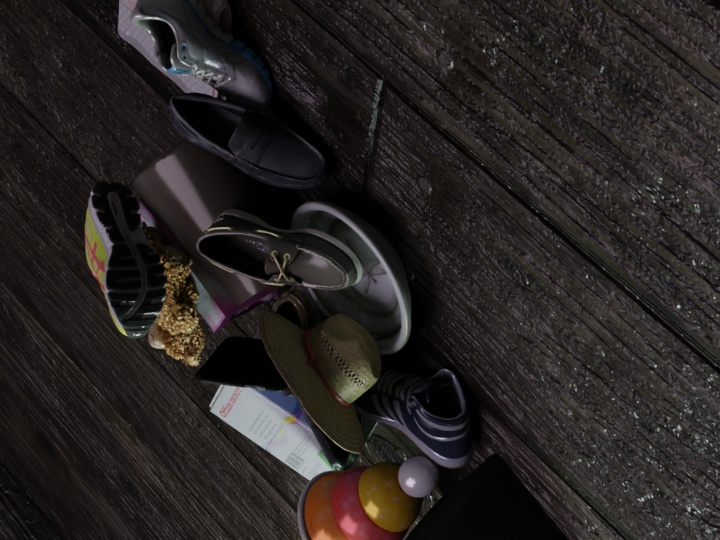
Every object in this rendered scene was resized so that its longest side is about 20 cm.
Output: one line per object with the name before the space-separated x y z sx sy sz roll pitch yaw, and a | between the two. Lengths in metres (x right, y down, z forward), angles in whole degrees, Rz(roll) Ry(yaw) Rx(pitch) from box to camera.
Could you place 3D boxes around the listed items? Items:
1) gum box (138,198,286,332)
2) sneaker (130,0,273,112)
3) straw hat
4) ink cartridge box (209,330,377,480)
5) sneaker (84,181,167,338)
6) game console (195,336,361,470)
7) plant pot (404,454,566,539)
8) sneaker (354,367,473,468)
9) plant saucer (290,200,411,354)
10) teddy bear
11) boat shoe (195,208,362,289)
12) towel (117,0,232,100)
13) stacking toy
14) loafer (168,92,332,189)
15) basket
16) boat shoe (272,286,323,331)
gum box | -0.192 -0.028 1.793 0.200 0.113 0.066 53 152 6
sneaker | -0.183 -0.237 1.543 0.200 0.087 0.075 43 140 -24
straw hat | -0.023 0.103 1.581 0.201 0.085 0.201 50 -167 -16
ink cartridge box | -0.089 0.186 1.828 0.199 0.088 0.145 33 150 -1
sneaker | -0.293 -0.003 1.688 0.090 0.078 0.201 -46 52 50
game console | -0.093 0.156 1.671 0.177 0.116 0.200 63 -169 -7
plant pot | 0.129 0.372 1.645 0.200 0.177 0.200 52 151 10
sneaker | 0.053 0.144 1.635 0.200 0.070 0.109 33 149 26
plant saucer | 0.000 0.000 1.590 0.200 0.050 0.201 37 146 30
teddy bear | -0.249 0.034 1.755 0.145 0.067 0.201 45 149 25
boat shoe | -0.094 -0.014 1.565 0.201 0.060 0.072 17 125 26
towel | -0.228 -0.305 1.650 0.200 0.032 0.191 43 149 22
stacking toy | 0.029 0.285 1.692 0.200 0.146 0.146 -38 87 42
loafer | -0.128 -0.147 1.559 0.200 0.068 0.070 24 173 10
basket | -0.165 -0.070 1.695 0.180 0.136 0.200 -30 98 47
boat shoe | -0.086 0.063 1.777 0.073 0.063 0.201 53 152 5
